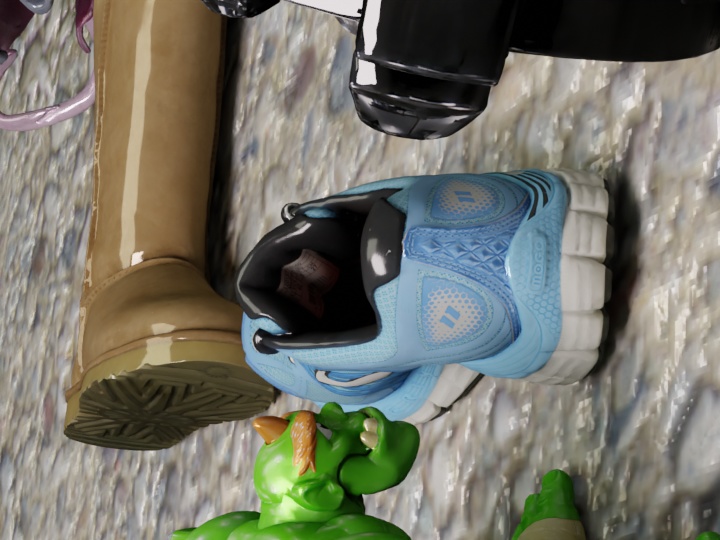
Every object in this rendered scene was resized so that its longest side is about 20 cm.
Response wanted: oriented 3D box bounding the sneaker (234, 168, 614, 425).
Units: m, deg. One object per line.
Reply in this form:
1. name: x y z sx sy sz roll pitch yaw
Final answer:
1. sneaker: 0.000 0.000 0.874 0.200 0.090 0.079 156 119 -66

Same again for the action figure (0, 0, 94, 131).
1. action figure: -0.134 -0.188 1.307 0.149 0.133 0.201 60 -151 -47

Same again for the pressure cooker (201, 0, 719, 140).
1. pressure cooker: 0.028 -0.135 0.726 0.178 0.176 0.201 25 111 37

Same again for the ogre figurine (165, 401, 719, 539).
1. ogre figurine: 0.019 0.091 0.756 0.200 0.119 0.099 -138 58 -63

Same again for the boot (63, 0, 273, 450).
1. boot: -0.076 -0.040 1.112 0.175 0.066 0.201 155 121 -64
